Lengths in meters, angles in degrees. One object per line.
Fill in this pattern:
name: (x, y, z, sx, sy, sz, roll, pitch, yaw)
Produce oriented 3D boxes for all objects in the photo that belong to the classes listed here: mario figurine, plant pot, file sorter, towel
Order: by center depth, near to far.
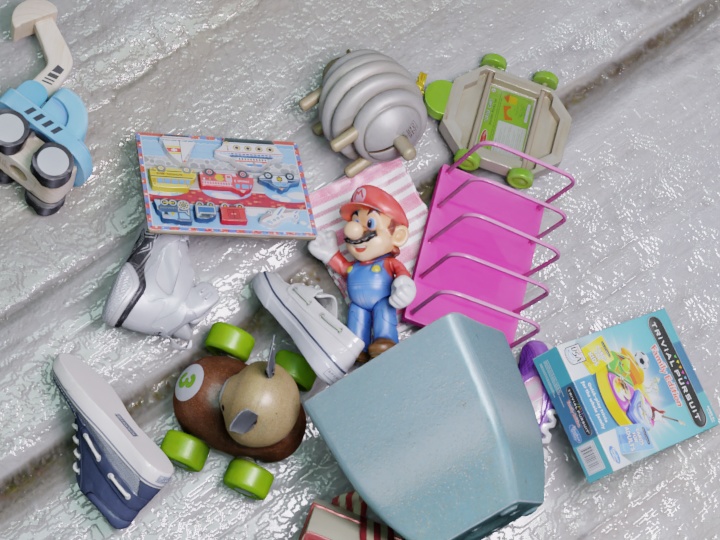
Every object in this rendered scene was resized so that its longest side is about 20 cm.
plant pot: (0.090, 0.189, 1.633, 0.195, 0.196, 0.201, -31, 71, 14)
mario figurine: (0.000, 0.000, 1.740, 0.122, 0.106, 0.203, 2, 79, -3)
file sorter: (0.153, -0.027, 1.760, 0.138, 0.125, 0.202, 20, 68, -13)
towel: (0.028, -0.028, 1.813, 0.145, 0.030, 0.201, -27, 81, -12)

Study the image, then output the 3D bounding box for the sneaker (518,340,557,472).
sneaker: (0.173, 0.172, 1.747, 0.088, 0.080, 0.202, 17, 74, -13)

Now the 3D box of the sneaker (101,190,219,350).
sneaker: (-0.210, -0.007, 1.758, 0.114, 0.075, 0.202, 27, 66, -10)

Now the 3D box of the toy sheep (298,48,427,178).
toy sheep: (0.012, -0.186, 1.797, 0.137, 0.139, 0.201, -25, 52, -13)

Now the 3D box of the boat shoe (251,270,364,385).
boat shoe: (-0.053, 0.052, 1.719, 0.067, 0.074, 0.200, -42, 46, 1)

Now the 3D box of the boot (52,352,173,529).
boot: (-0.298, 0.188, 1.695, 0.091, 0.073, 0.200, -49, 64, 13)

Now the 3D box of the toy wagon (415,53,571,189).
toy wagon: (0.156, -0.189, 1.859, 0.198, 0.040, 0.157, 18, 64, -2)

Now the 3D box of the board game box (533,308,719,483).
board game box: (0.307, 0.139, 1.750, 0.199, 0.047, 0.152, -15, 76, -40)

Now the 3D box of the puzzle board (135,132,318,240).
puzzle board: (-0.155, -0.101, 1.763, 0.198, 0.017, 0.152, 2, 50, -20)

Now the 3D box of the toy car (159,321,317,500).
toy car: (-0.127, 0.139, 1.660, 0.156, 0.200, 0.166, 23, 73, -1)

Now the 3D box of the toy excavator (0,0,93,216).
toy excavator: (-0.369, -0.196, 1.783, 0.194, 0.100, 0.201, 37, 61, 1)

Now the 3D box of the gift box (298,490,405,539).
gift box: (0.003, 0.347, 1.625, 0.183, 0.187, 0.202, 26, 92, 0)
